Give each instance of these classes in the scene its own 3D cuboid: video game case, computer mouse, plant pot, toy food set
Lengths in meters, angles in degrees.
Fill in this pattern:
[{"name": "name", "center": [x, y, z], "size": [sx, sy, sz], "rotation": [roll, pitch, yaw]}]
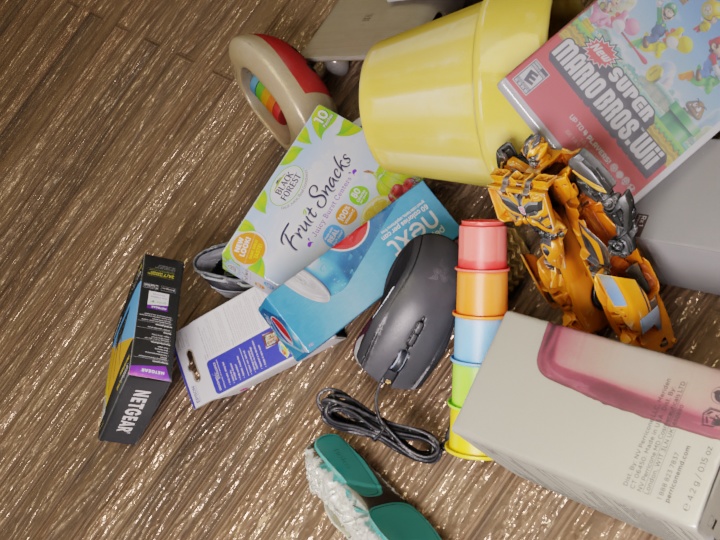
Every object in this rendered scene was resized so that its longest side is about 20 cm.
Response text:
[{"name": "video game case", "center": [0.228, -0.156, 0.699], "size": [0.200, 0.143, 0.017], "rotation": [-40, 1, -4]}, {"name": "computer mouse", "center": [0.064, 0.076, 0.783], "size": [0.201, 0.140, 0.046], "rotation": [-60, 10, -2]}, {"name": "plant pot", "center": [0.110, -0.162, 0.831], "size": [0.188, 0.201, 0.202], "rotation": [-2, 63, 27]}, {"name": "toy food set", "center": [0.023, -0.297, 1.112], "size": [0.199, 0.060, 0.144], "rotation": [10, 59, 40]}]

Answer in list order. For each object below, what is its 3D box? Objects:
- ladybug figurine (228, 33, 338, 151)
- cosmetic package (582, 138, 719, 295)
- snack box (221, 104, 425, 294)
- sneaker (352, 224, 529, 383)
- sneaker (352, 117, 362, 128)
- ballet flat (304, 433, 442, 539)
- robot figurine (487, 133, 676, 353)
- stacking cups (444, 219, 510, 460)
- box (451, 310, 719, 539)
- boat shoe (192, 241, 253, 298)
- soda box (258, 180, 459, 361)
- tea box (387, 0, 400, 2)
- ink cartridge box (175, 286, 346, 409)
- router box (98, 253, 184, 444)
[{"name": "ladybug figurine", "center": [-0.094, -0.224, 1.098], "size": [0.072, 0.136, 0.200], "rotation": [-32, 70, -17]}, {"name": "cosmetic package", "center": [0.290, -0.043, 0.713], "size": [0.200, 0.090, 0.107], "rotation": [11, 67, 45]}, {"name": "snack box", "center": [-0.035, -0.057, 0.932], "size": [0.142, 0.053, 0.200], "rotation": [29, 71, 3]}, {"name": "sneaker", "center": [0.072, 0.023, 0.855], "size": [0.200, 0.075, 0.090], "rotation": [-39, 16, -9]}, {"name": "sneaker", "center": [0.078, -0.211, 0.991], "size": [0.199, 0.079, 0.130], "rotation": [-22, 51, 26]}, {"name": "ballet flat", "center": [0.011, 0.227, 0.795], "size": [0.072, 0.072, 0.200], "rotation": [-50, 43, 2]}, {"name": "robot figurine", "center": [0.171, -0.017, 0.697], "size": [0.058, 0.200, 0.145], "rotation": [-40, 24, -15]}, {"name": "stacking cups", "center": [0.106, 0.057, 0.755], "size": [0.060, 0.060, 0.201], "rotation": [6, 96, 41]}, {"name": "box", "center": [0.194, 0.122, 0.658], "size": [0.200, 0.128, 0.109], "rotation": [16, 74, 43]}, {"name": "boat shoe", "center": [-0.112, -0.009, 1.024], "size": [0.199, 0.068, 0.072], "rotation": [-2, 63, 37]}, {"name": "soda box", "center": [0.000, 0.000, 0.859], "size": [0.200, 0.068, 0.064], "rotation": [-37, -2, -20]}, {"name": "tea box", "center": [0.125, -0.432, 1.021], "size": [0.196, 0.134, 0.200], "rotation": [8, 53, 39]}, {"name": "ink cartridge box", "center": [-0.117, 0.073, 0.978], "size": [0.199, 0.037, 0.095], "rotation": [-28, 74, 20]}, {"name": "router box", "center": [-0.255, 0.096, 1.017], "size": [0.200, 0.051, 0.150], "rotation": [127, 148, -51]}]
